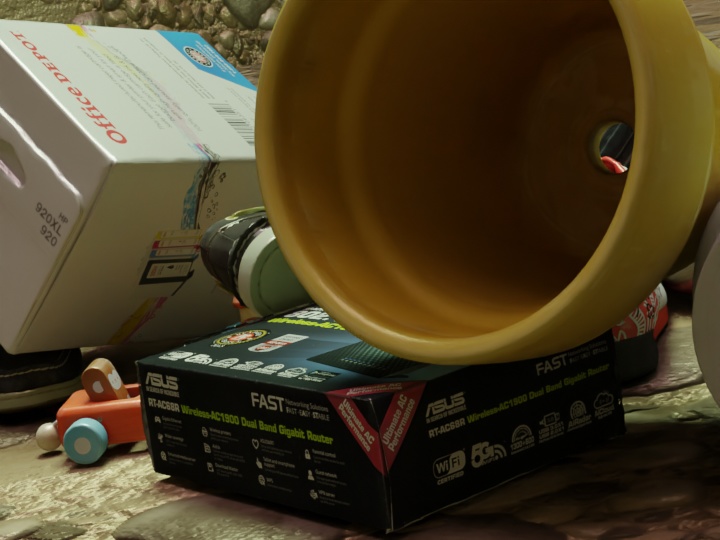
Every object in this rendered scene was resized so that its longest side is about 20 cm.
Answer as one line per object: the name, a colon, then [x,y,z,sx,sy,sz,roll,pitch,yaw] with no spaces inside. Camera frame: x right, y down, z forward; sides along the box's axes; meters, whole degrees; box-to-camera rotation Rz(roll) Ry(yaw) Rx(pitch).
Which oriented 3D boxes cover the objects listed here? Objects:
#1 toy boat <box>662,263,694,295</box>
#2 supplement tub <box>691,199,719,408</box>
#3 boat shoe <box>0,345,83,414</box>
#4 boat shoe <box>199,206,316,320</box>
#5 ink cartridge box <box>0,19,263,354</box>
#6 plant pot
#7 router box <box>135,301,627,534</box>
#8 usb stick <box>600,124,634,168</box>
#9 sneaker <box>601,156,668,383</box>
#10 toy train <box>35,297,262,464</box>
toy boat: [0.238,-0.045,1.197,0.130,0.132,0.200,21,11,0]
supplement tub: [0.227,0.000,0.859,0.143,0.146,0.200,-4,13,25]
boat shoe: [-0.212,0.038,1.233,0.071,0.067,0.201,-8,12,-7]
boat shoe: [0.000,0.000,1.108,0.200,0.072,0.060,10,11,-43]
ink cartridge box: [-0.154,-0.053,1.210,0.147,0.145,0.199,44,27,28]
plant pot: [0.083,-0.060,0.890,0.199,0.203,0.188,-2,-2,33]
router box: [0.006,0.061,0.953,0.149,0.063,0.199,-16,13,-37]
usb stick: [0.144,-0.062,1.181,0.032,0.201,0.055,33,14,1]
sneaker: [0.133,-0.014,1.095,0.066,0.109,0.201,-8,11,8]
toy train: [-0.095,0.049,1.114,0.149,0.056,0.200,-6,12,14]
